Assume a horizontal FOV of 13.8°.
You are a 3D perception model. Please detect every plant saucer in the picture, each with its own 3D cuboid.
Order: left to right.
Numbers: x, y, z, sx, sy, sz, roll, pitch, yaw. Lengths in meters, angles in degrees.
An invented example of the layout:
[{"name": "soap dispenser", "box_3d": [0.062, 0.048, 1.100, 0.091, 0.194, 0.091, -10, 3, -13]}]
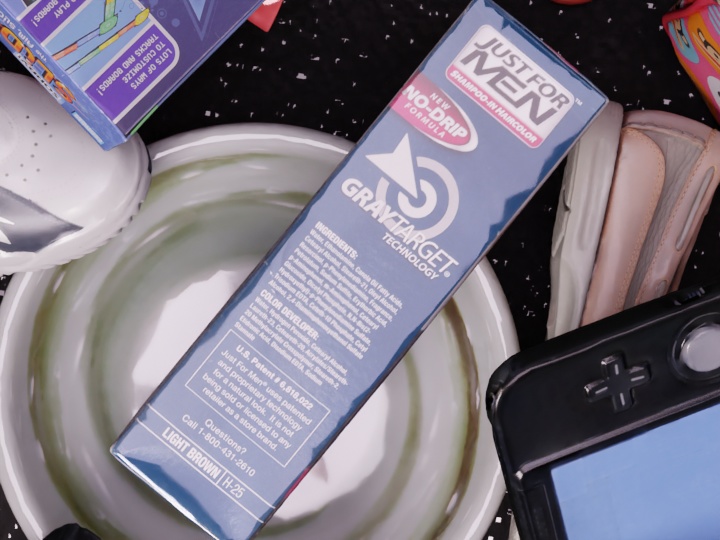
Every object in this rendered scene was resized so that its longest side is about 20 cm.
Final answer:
[{"name": "plant saucer", "box_3d": [-0.039, 0.045, 1.117, 0.199, 0.050, 0.201, 0, 92, 0]}]

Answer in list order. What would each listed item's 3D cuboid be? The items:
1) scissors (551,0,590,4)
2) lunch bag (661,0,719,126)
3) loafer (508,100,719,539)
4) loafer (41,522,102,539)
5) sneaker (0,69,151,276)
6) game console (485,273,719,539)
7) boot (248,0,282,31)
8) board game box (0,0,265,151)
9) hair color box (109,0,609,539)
[{"name": "scissors", "box_3d": [0.116, -0.195, 1.127, 0.073, 0.014, 0.200, 36, 91, 1]}, {"name": "lunch bag", "box_3d": [0.193, -0.037, 1.049, 0.082, 0.176, 0.200, -38, 92, 1]}, {"name": "loafer", "box_3d": [0.096, 0.039, 1.104, 0.063, 0.072, 0.201, 9, 93, 0]}, {"name": "loafer", "box_3d": [-0.128, 0.182, 1.098, 0.070, 0.068, 0.201, 25, 113, -1]}, {"name": "sneaker", "box_3d": [-0.179, -0.063, 1.051, 0.198, 0.130, 0.080, 20, 76, 16]}, {"name": "game console", "box_3d": [0.156, 0.108, 1.043, 0.175, 0.116, 0.201, -20, 124, -7]}, {"name": "boot", "box_3d": [-0.106, -0.131, 1.102, 0.200, 0.072, 0.145, -31, 93, -2]}, {"name": "board game box", "box_3d": [-0.064, -0.160, 1.055, 0.200, 0.034, 0.135, -45, 99, -16]}, {"name": "hair color box", "box_3d": [0.000, 0.000, 1.041, 0.060, 0.100, 0.200, 39, 92, -2]}]
